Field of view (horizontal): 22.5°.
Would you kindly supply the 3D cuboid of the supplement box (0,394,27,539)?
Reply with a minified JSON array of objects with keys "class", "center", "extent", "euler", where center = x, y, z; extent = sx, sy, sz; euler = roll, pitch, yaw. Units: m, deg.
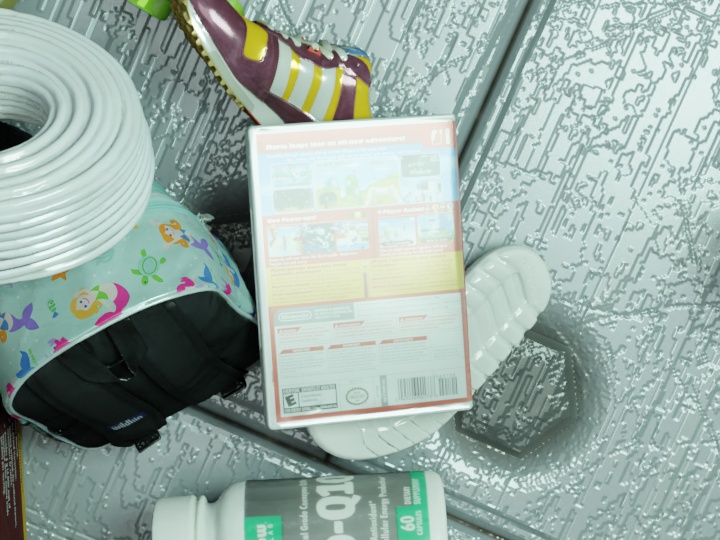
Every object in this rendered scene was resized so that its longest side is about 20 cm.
[{"class":"supplement box","center":[-0.303,0.185,1.204],"extent":[0.132,0.200,0.198],"euler":[-2,97,-1]}]

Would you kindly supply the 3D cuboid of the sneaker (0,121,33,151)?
[{"class":"sneaker","center":[-0.287,-0.053,1.214],"extent":[0.200,0.072,0.083],"euler":[3,125,-40]}]

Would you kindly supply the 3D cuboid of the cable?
[{"class":"cable","center":[-0.226,-0.080,1.099],"extent":[0.199,0.200,0.069],"euler":[-2,136,-8]}]

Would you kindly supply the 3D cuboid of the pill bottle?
[{"class":"pill bottle","center":[-0.040,0.200,1.253],"extent":[0.199,0.113,0.113],"euler":[-4,97,-1]}]

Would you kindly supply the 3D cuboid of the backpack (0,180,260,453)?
[{"class":"backpack","center":[-0.165,0.026,1.190],"extent":[0.177,0.200,0.151],"euler":[-29,76,4]}]

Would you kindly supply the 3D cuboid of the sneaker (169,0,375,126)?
[{"class":"sneaker","center":[-0.046,-0.137,1.216],"extent":[0.090,0.075,0.200],"euler":[-38,125,1]}]

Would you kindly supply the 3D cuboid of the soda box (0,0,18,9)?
[{"class":"soda box","center":[-0.295,-0.159,1.207],"extent":[0.068,0.064,0.200],"euler":[43,111,-5]}]

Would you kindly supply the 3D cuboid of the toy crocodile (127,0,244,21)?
[{"class":"toy crocodile","center":[-0.166,-0.226,1.233],"extent":[0.200,0.062,0.068],"euler":[32,96,0]}]

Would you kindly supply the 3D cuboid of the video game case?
[{"class":"video game case","center":[0.000,0.000,1.204],"extent":[0.143,0.017,0.201],"euler":[-5,95,-14]}]

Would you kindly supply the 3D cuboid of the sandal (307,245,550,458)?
[{"class":"sandal","center":[0.048,0.059,1.267],"extent":[0.202,0.050,0.083],"euler":[-36,111,-9]}]
